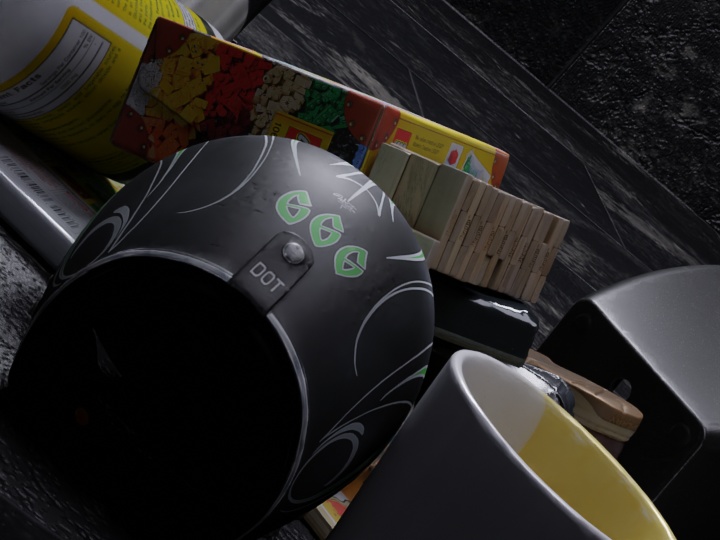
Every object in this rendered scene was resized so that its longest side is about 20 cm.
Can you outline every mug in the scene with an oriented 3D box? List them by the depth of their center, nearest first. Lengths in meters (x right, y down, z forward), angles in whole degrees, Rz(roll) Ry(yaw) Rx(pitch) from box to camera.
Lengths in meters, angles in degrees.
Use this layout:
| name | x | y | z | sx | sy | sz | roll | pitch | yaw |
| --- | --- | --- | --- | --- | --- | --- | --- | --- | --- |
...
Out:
| name | x | y | z | sx | sy | sz | roll | pitch | yaw |
| --- | --- | --- | --- | --- | --- | --- | --- | --- | --- |
| mug | 0.064 | 0.155 | 1.193 | 0.186 | 0.153 | 0.149 | 40 | 13 | -13 |

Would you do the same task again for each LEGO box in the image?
| name | x | y | z | sx | sy | sz | roll | pitch | yaw |
| --- | --- | --- | --- | --- | --- | --- | --- | --- | --- |
| LEGO box | -0.024 | -0.069 | 1.393 | 0.149 | 0.077 | 0.200 | 23 | 4 | 22 |

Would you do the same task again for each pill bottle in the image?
| name | x | y | z | sx | sy | sz | roll | pitch | yaw |
| --- | --- | --- | --- | --- | --- | --- | --- | --- | --- |
| pill bottle | -0.176 | -0.137 | 1.414 | 0.200 | 0.112 | 0.112 | 33 | 16 | -44 |

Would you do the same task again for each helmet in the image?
| name | x | y | z | sx | sy | sz | roll | pitch | yaw |
| --- | --- | --- | --- | --- | --- | --- | --- | --- | --- |
| helmet | -0.058 | 0.030 | 1.205 | 0.200 | 0.200 | 0.191 | 43 | 30 | 3 |

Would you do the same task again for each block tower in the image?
| name | x | y | z | sx | sy | sz | roll | pitch | yaw |
| --- | --- | --- | --- | --- | --- | --- | --- | --- | --- |
| block tower | 0.056 | -0.024 | 1.349 | 0.054 | 0.058 | 0.200 | 24 | 4 | 22 |

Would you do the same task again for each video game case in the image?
| name | x | y | z | sx | sy | sz | roll | pitch | yaw |
| --- | --- | --- | --- | --- | --- | --- | --- | --- | --- |
| video game case | -0.208 | -0.078 | 1.446 | 0.200 | 0.023 | 0.182 | 43 | 13 | 7 |

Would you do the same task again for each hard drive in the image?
| name | x | y | z | sx | sy | sz | roll | pitch | yaw |
| --- | --- | --- | --- | --- | --- | --- | --- | --- | --- |
| hard drive | 0.000 | 0.000 | 1.404 | 0.200 | 0.033 | 0.140 | 20 | 3 | -3 |

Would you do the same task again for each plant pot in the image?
| name | x | y | z | sx | sy | sz | roll | pitch | yaw |
| --- | --- | --- | --- | --- | --- | --- | --- | --- | --- |
| plant pot | 0.193 | 0.118 | 1.631 | 0.177 | 0.200 | 0.200 | 14 | 30 | -52 |

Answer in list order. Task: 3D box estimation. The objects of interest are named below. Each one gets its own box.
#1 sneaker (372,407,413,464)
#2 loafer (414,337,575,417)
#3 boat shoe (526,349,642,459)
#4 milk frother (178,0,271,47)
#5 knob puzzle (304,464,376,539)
| name | x | y | z | sx | sy | sz | roll | pitch | yaw |
| --- | --- | --- | --- | --- | --- | --- | --- | --- | --- |
| sneaker | -0.054 | 0.028 | 1.372 | 0.200 | 0.073 | 0.072 | 35 | 16 | 6 |
| loafer | 0.025 | 0.062 | 1.433 | 0.200 | 0.068 | 0.070 | 14 | 5 | 20 |
| boat shoe | 0.094 | 0.086 | 1.546 | 0.072 | 0.072 | 0.200 | 18 | 5 | -39 |
| milk frother | -0.137 | -0.149 | 1.668 | 0.188 | 0.180 | 0.200 | -52 | 128 | -44 |
| knob puzzle | 0.032 | 0.146 | 1.404 | 0.220 | 0.030 | 0.220 | 40 | 13 | -11 |
